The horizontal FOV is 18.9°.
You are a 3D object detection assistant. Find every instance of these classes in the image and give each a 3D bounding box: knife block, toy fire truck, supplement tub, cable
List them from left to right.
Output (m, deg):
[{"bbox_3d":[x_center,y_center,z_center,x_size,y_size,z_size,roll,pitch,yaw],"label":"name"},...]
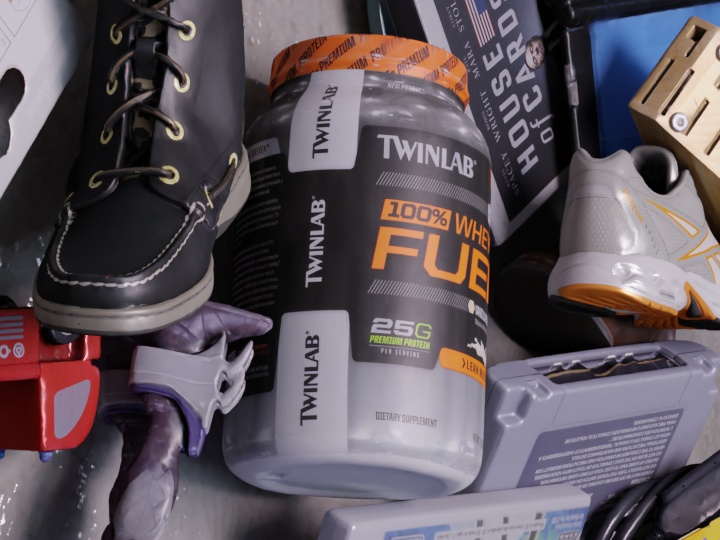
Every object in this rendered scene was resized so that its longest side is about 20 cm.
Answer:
[{"bbox_3d":[-0.183,0.082,0.850,0.199,0.048,0.143,0,90,-51],"label":"toy fire truck"},{"bbox_3d":[0.000,0.000,1.008,0.122,0.122,0.202,19,69,-48],"label":"supplement tub"},{"bbox_3d":[0.167,0.175,1.233,0.199,0.051,0.164,-36,151,-18],"label":"cable"},{"bbox_3d":[0.209,-0.048,1.220,0.200,0.175,0.064,39,78,-14],"label":"knife block"}]

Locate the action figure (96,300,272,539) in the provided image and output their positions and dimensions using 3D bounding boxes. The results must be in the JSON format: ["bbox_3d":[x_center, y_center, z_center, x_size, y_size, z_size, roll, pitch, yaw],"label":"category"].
[{"bbox_3d":[-0.094,0.113,0.914,0.069,0.130,0.202,15,72,-9],"label":"action figure"}]

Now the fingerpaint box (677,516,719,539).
[{"bbox_3d":[0.191,0.210,1.178,0.199,0.073,0.168,-20,144,-40],"label":"fingerpaint box"}]

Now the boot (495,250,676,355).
[{"bbox_3d":[0.152,-0.038,1.245,0.186,0.064,0.202,47,57,-53],"label":"boot"}]

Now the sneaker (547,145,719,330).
[{"bbox_3d":[0.168,-0.017,1.153,0.199,0.075,0.093,14,78,-59],"label":"sneaker"}]

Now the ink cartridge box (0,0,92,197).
[{"bbox_3d":[-0.199,-0.109,0.830,0.201,0.050,0.163,58,41,-38],"label":"ink cartridge box"}]

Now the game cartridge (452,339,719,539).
[{"bbox_3d":[0.112,0.107,1.172,0.199,0.041,0.134,-4,118,-48],"label":"game cartridge"}]

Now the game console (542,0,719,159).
[{"bbox_3d":[0.200,-0.136,1.192,0.199,0.176,0.117,-17,70,-51],"label":"game console"}]

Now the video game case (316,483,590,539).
[{"bbox_3d":[0.029,0.199,1.079,0.199,0.022,0.184,1,109,-51],"label":"video game case"}]

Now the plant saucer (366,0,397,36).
[{"bbox_3d":[0.063,-0.148,1.169,0.199,0.027,0.202,1,89,-51],"label":"plant saucer"}]

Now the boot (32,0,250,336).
[{"bbox_3d":[-0.090,-0.074,0.883,0.204,0.073,0.155,-68,160,-65],"label":"boot"}]

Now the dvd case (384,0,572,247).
[{"bbox_3d":[0.094,-0.126,1.168,0.200,0.025,0.151,-43,121,-43],"label":"dvd case"}]
